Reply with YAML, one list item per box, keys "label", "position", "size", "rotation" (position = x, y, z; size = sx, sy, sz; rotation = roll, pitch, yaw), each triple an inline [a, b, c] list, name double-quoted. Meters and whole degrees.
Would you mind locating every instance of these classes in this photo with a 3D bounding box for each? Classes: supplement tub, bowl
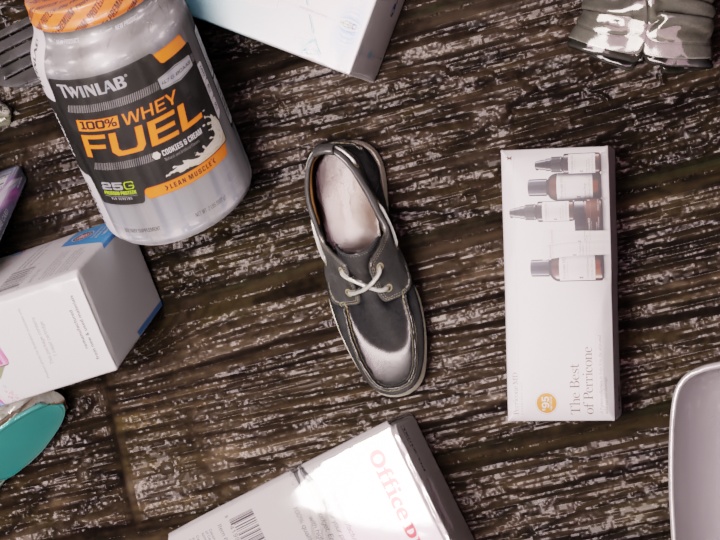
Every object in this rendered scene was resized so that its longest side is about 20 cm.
- label: "supplement tub"
  position: [-0.166, -0.130, 1.325]
  size: [0.122, 0.123, 0.201]
  rotation: [-12, 124, 14]
- label: "bowl"
  position: [0.322, 0.156, 1.273]
  size: [0.199, 0.075, 0.201]
  rotation: [-2, 91, 15]

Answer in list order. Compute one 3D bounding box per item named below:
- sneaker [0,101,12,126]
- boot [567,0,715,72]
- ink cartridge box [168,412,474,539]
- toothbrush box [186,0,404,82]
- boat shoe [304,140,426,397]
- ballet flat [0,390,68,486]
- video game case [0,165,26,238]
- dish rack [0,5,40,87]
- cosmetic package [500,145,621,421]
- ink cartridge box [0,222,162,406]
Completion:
- label: "sneaker"
  position: [-0.340, -0.077, 1.409]
  size: [0.088, 0.077, 0.201]
  rotation: [25, 68, 2]
- label: "boot"
  position: [0.172, -0.221, 1.304]
  size: [0.199, 0.068, 0.131]
  rotation: [17, 98, 13]
- label: "ink cartridge box"
  position: [-0.021, 0.216, 1.355]
  size: [0.199, 0.084, 0.145]
  rotation: [-28, 84, 14]
- label: "toothbrush box"
  position: [-0.062, -0.245, 1.359]
  size: [0.199, 0.085, 0.147]
  rotation: [23, 97, 12]
- label: "boat shoe"
  position: [0.000, 0.000, 1.357]
  size: [0.071, 0.068, 0.201]
  rotation: [-14, 89, 12]
- label: "ballet flat"
  position: [-0.321, 0.156, 1.443]
  size: [0.072, 0.072, 0.200]
  rotation: [44, 100, 10]
- label: "video game case"
  position: [-0.344, -0.006, 1.386]
  size: [0.142, 0.200, 0.019]
  rotation: [-18, 118, 14]
- label: "dish rack"
  position: [-0.272, -0.253, 1.428]
  size: [0.153, 0.055, 0.201]
  rotation: [-24, 85, 14]
- label: "cosmetic package"
  position: [0.148, 0.010, 1.327]
  size: [0.082, 0.051, 0.201]
  rotation: [-2, 90, 15]
- label: "ink cartridge box"
  position: [-0.271, 0.043, 1.380]
  size: [0.199, 0.145, 0.085]
  rotation: [-16, 106, 14]
